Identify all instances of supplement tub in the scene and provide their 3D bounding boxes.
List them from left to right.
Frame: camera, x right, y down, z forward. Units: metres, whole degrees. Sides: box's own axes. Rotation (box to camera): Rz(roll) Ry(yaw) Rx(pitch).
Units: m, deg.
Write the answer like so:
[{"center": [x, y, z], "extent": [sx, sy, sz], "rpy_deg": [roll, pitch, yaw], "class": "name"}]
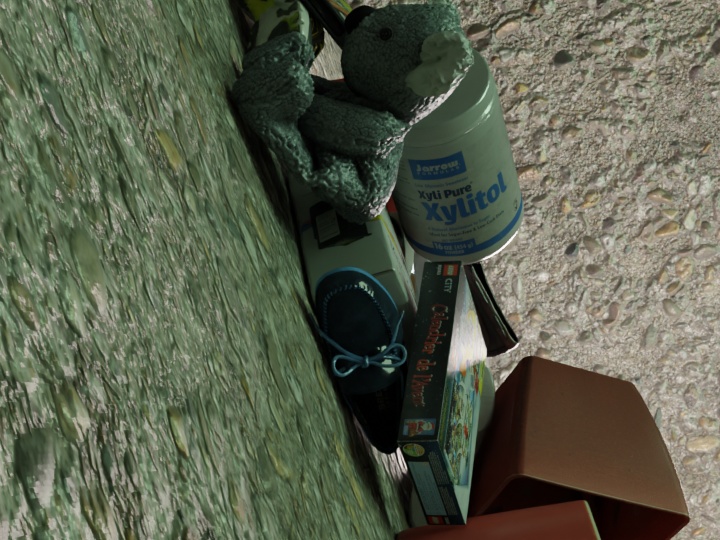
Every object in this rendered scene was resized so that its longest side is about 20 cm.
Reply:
[{"center": [0.087, -0.114, 1.629], "extent": [0.200, 0.132, 0.132], "rpy_deg": [69, 5, -46], "class": "supplement tub"}]

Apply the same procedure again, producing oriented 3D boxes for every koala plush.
[{"center": [0.016, -0.164, 1.453], "extent": [0.184, 0.200, 0.177], "rpy_deg": [50, 10, -15], "class": "koala plush"}]

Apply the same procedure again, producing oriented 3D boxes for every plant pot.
[{"center": [0.146, 0.303, 1.477], "extent": [0.200, 0.177, 0.201], "rpy_deg": [-20, 90, -85], "class": "plant pot"}, {"center": [0.207, 0.209, 1.706], "extent": [0.200, 0.199, 0.177], "rpy_deg": [122, -22, -47], "class": "plant pot"}]

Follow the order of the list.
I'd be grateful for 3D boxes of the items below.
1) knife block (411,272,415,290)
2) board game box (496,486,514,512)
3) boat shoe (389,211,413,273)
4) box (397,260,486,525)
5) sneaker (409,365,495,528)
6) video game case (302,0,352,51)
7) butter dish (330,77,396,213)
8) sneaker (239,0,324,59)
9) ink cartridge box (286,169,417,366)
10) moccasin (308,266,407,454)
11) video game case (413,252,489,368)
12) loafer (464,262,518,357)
[{"center": [0.044, 0.086, 1.925], "extent": [0.200, 0.176, 0.064], "rpy_deg": [15, -39, 38], "class": "knife block"}, {"center": [0.144, 0.321, 1.835], "extent": [0.159, 0.097, 0.201], "rpy_deg": [58, 14, -68], "class": "board game box"}, {"center": [0.019, 0.039, 1.738], "extent": [0.076, 0.060, 0.201], "rpy_deg": [7, -75, 55], "class": "boat shoe"}, {"center": [0.077, 0.110, 1.475], "extent": [0.137, 0.038, 0.200], "rpy_deg": [70, 23, -47], "class": "box"}, {"center": [0.089, 0.191, 1.679], "extent": [0.089, 0.075, 0.201], "rpy_deg": [85, 20, -67], "class": "sneaker"}, {"center": [-0.026, -0.267, 1.698], "extent": [0.181, 0.025, 0.200], "rpy_deg": [52, 9, 7], "class": "video game case"}, {"center": [0.010, -0.134, 1.798], "extent": [0.200, 0.147, 0.200], "rpy_deg": [-100, 171, -61], "class": "butter dish"}, {"center": [-0.066, -0.241, 1.657], "extent": [0.085, 0.074, 0.200], "rpy_deg": [39, 22, -31], "class": "sneaker"}, {"center": [0.000, 0.000, 1.561], "extent": [0.200, 0.083, 0.146], "rpy_deg": [-104, 174, -49], "class": "ink cartridge box"}, {"center": [0.014, 0.083, 1.435], "extent": [0.068, 0.080, 0.200], "rpy_deg": [-97, 167, -48], "class": "moccasin"}, {"center": [0.105, 0.087, 1.817], "extent": [0.182, 0.023, 0.201], "rpy_deg": [37, 45, -60], "class": "video game case"}, {"center": [0.125, 0.001, 1.791], "extent": [0.072, 0.063, 0.201], "rpy_deg": [-38, 114, -65], "class": "loafer"}]
